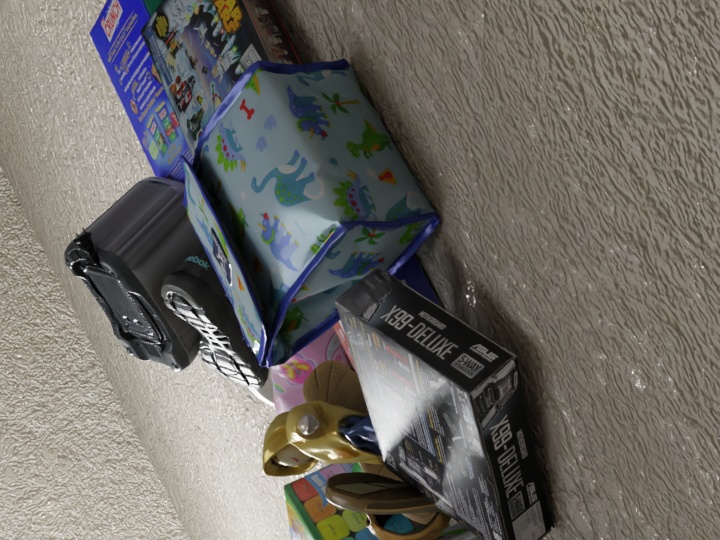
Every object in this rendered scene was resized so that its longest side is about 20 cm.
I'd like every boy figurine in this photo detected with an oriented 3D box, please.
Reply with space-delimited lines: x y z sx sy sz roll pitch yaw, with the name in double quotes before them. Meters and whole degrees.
"boy figurine" -0.019 0.151 1.655 0.200 0.124 0.065 -6 69 40

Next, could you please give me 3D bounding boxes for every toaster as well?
"toaster" -0.207 -0.005 1.886 0.113 0.129 0.200 12 142 46

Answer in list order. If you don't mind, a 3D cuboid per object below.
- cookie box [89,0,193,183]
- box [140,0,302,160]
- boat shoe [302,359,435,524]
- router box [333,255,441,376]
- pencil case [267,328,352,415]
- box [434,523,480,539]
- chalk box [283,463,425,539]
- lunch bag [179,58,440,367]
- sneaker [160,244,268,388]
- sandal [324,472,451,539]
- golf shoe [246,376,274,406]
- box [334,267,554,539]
"cookie box" -0.186 -0.196 1.874 0.200 0.075 0.171 65 155 6
"box" -0.115 -0.173 1.618 0.137 0.040 0.200 -46 58 39
"boat shoe" 0.028 0.162 1.737 0.200 0.071 0.069 48 -176 33
"router box" 0.000 0.000 1.602 0.200 0.049 0.180 63 165 16
"pencil case" -0.054 0.090 1.866 0.087 0.087 0.200 50 157 49
"box" 0.046 0.291 1.625 0.097 0.176 0.200 66 165 5
"chalk box" 0.006 0.260 1.825 0.125 0.124 0.200 55 162 37
"lunch bag" -0.061 -0.044 1.476 0.200 0.127 0.170 -49 58 42
"sneaker" -0.127 0.046 1.842 0.075 0.079 0.200 17 152 28
"sandal" 0.038 0.206 1.570 0.080 0.054 0.200 11 176 29
"golf shoe" -0.110 0.068 2.063 0.091 0.075 0.200 26 139 64
"box" 0.066 0.113 1.433 0.158 0.050 0.200 33 151 42
